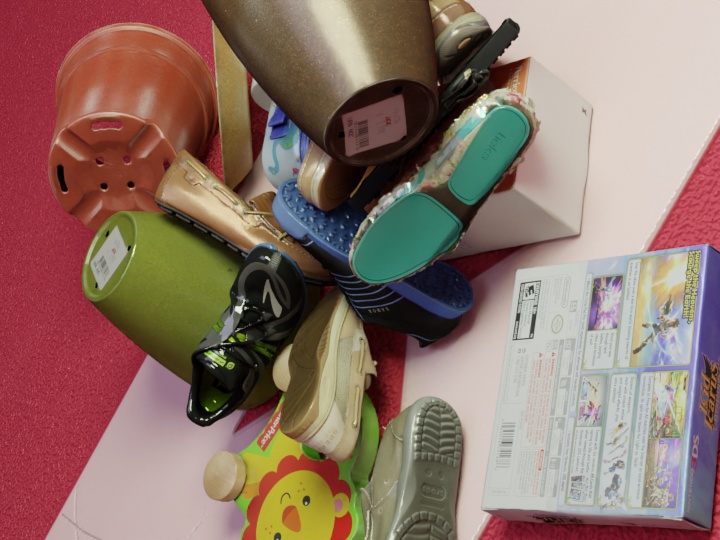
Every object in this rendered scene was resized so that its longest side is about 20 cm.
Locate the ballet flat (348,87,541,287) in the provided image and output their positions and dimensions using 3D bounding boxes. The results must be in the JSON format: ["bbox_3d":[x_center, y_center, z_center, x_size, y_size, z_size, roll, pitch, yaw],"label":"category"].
[{"bbox_3d":[0.069,-0.067,0.985,0.200,0.076,0.064,-44,14,18],"label":"ballet flat"}]

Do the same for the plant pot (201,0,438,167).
[{"bbox_3d":[-0.018,-0.185,0.958,0.186,0.186,0.202,-40,54,25],"label":"plant pot"}]

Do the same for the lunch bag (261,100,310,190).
[{"bbox_3d":[-0.014,-0.153,1.188,0.082,0.160,0.203,-11,61,42],"label":"lunch bag"}]

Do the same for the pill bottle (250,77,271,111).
[{"bbox_3d":[-0.067,-0.278,1.352,0.112,0.112,0.203,-15,58,42],"label":"pill bottle"}]

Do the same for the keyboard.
[{"bbox_3d":[0.061,-0.125,1.006,0.200,0.021,0.127,-49,4,18],"label":"keyboard"}]

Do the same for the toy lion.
[{"bbox_3d":[-0.048,0.197,1.120,0.191,0.068,0.201,40,100,43],"label":"toy lion"}]

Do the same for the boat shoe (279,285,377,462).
[{"bbox_3d":[-0.021,0.087,1.083,0.072,0.065,0.201,-43,21,29],"label":"boat shoe"}]

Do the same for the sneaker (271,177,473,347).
[{"bbox_3d":[0.000,0.000,1.069,0.078,0.199,0.071,-51,9,43],"label":"sneaker"}]

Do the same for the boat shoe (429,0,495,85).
[{"bbox_3d":[0.082,-0.213,1.106,0.076,0.200,0.072,-41,83,3],"label":"boat shoe"}]

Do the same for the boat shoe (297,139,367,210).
[{"bbox_3d":[-0.019,-0.137,1.071,0.068,0.074,0.201,14,53,16],"label":"boat shoe"}]

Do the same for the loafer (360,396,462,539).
[{"bbox_3d":[0.038,0.207,1.015,0.069,0.075,0.203,-20,50,54],"label":"loafer"}]

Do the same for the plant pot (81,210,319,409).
[{"bbox_3d":[-0.174,0.022,1.234,0.186,0.199,0.190,-25,53,38],"label":"plant pot"}]

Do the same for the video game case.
[{"bbox_3d":[0.186,0.090,0.925,0.180,0.045,0.203,-9,64,46],"label":"video game case"}]

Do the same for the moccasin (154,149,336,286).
[{"bbox_3d":[-0.097,-0.049,1.168,0.200,0.074,0.078,30,88,11],"label":"moccasin"}]

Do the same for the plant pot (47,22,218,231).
[{"bbox_3d":[-0.267,-0.152,1.390,0.201,0.200,0.196,-44,23,21],"label":"plant pot"}]

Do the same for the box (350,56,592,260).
[{"bbox_3d":[0.094,-0.091,1.084,0.198,0.097,0.126,-11,61,44],"label":"box"}]

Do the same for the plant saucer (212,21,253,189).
[{"bbox_3d":[-0.143,-0.188,1.376,0.200,0.035,0.204,176,90,-84],"label":"plant saucer"}]

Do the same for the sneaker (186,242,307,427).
[{"bbox_3d":[-0.108,0.066,1.129,0.201,0.070,0.083,-62,-3,26],"label":"sneaker"}]
